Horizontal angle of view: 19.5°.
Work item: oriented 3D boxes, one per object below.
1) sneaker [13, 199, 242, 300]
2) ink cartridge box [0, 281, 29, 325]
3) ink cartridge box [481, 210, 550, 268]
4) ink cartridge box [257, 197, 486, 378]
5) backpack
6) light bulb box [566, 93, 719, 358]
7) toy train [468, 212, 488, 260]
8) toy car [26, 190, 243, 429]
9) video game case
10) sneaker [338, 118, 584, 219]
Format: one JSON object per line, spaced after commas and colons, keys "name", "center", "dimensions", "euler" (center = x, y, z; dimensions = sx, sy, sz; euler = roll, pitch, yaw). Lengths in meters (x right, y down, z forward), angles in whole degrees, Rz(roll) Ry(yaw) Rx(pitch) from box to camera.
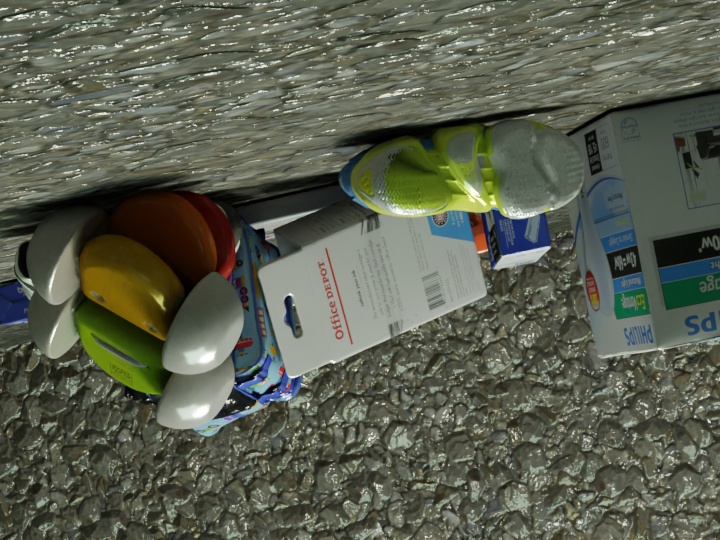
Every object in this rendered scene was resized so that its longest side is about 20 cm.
{"name": "sneaker", "center": [-0.195, -0.014, 1.748], "dimensions": [0.199, 0.074, 0.080], "euler": [-17, 165, 4]}
{"name": "ink cartridge box", "center": [-0.313, 0.026, 2.328], "dimensions": [0.093, 0.045, 0.200], "euler": [-14, 176, 22]}
{"name": "ink cartridge box", "center": [0.127, -0.055, 1.778], "dimensions": [0.044, 0.095, 0.200], "euler": [-11, 177, 1]}
{"name": "ink cartridge box", "center": [0.000, 0.000, 1.829], "dimensions": [0.199, 0.117, 0.067], "euler": [-22, -156, -17]}
{"name": "backpack", "center": [-0.124, 0.052, 1.865], "dimensions": [0.134, 0.184, 0.200], "euler": [-12, 159, 13]}
{"name": "light bulb box", "center": [0.265, -0.035, 1.802], "dimensions": [0.124, 0.202, 0.198], "euler": [-11, 177, -9]}
{"name": "toy train", "center": [0.040, -0.038, 2.049], "dimensions": [0.198, 0.056, 0.150], "euler": [-13, -161, 5]}
{"name": "toy car", "center": [-0.162, 0.014, 1.658], "dimensions": [0.150, 0.174, 0.200], "euler": [-55, 168, -32]}
{"name": "video game case", "center": [-0.073, -0.051, 1.974], "dimensions": [0.199, 0.024, 0.182], "euler": [-13, 177, 13]}
{"name": "sneaker", "center": [0.072, -0.080, 1.618], "dimensions": [0.199, 0.076, 0.105], "euler": [-1, -176, -31]}
